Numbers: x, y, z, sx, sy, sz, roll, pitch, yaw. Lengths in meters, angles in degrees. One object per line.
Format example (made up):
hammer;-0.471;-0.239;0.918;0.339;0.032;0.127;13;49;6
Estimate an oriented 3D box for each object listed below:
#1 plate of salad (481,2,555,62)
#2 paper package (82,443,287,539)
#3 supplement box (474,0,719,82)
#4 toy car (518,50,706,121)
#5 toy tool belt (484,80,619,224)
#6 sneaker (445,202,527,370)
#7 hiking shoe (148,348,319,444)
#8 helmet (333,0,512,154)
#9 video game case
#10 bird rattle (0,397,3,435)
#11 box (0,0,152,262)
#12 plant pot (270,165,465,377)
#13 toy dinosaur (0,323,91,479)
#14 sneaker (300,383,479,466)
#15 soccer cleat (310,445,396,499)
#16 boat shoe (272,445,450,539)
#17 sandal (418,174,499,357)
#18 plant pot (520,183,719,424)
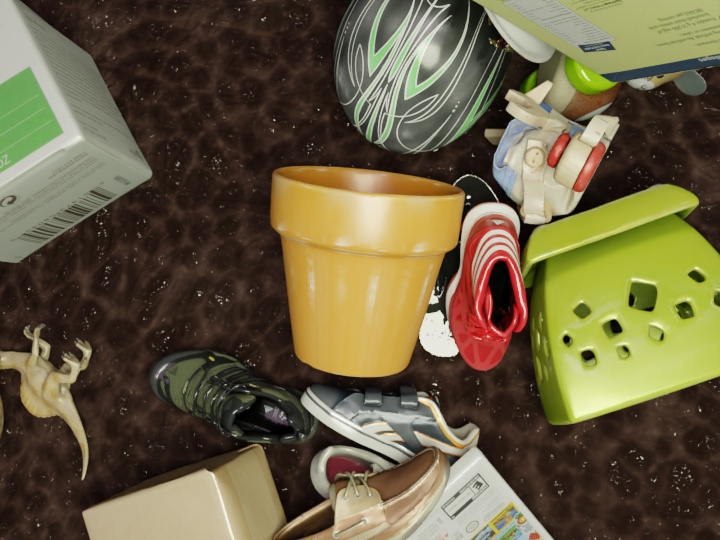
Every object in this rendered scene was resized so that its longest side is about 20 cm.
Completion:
plate of salad;0.130;-0.289;0.771;0.047;0.198;0.206;-15;85;36
paper package;-0.164;0.307;0.848;0.187;0.103;0.205;-21;85;23
supplement box;0.215;-0.259;0.642;0.196;0.199;0.138;19;87;-28
toy car;0.290;-0.218;0.861;0.195;0.164;0.162;14;87;-8
toy tool belt;0.165;-0.114;0.790;0.121;0.200;0.127;30;97;11
sneaker;0.121;0.047;0.813;0.076;0.117;0.204;-1;127;7
hiking shoe;-0.140;0.134;0.884;0.195;0.101;0.078;16;87;4
helmet;0.062;-0.223;0.861;0.198;0.201;0.192;35;72;5
video game case;0.093;0.305;0.854;0.199;0.023;0.183;-41;117;-1
bird rattle;-0.476;0.167;0.903;0.158;0.113;0.206;4;88;-2
box;-0.365;-0.138;0.867;0.196;0.200;0.174;-31;83;2
plant pot;0.000;0.000;0.851;0.194;0.200;0.189;7;103;4
toy dinosaur;-0.342;0.129;0.930;0.199;0.058;0.102;40;105;13
sneaker;0.035;0.156;0.885;0.197;0.078;0.081;28;93;-6
soccer cleat;0.037;0.241;0.867;0.195;0.087;0.071;20;65;5
boat shoe;-0.001;0.232;0.795;0.199;0.076;0.072;-39;102;3
sandal;0.111;-0.005;0.905;0.073;0.045;0.205;13;87;4
plant pot;0.257;0.036;0.824;0.195;0.199;0.186;-19;78;3
